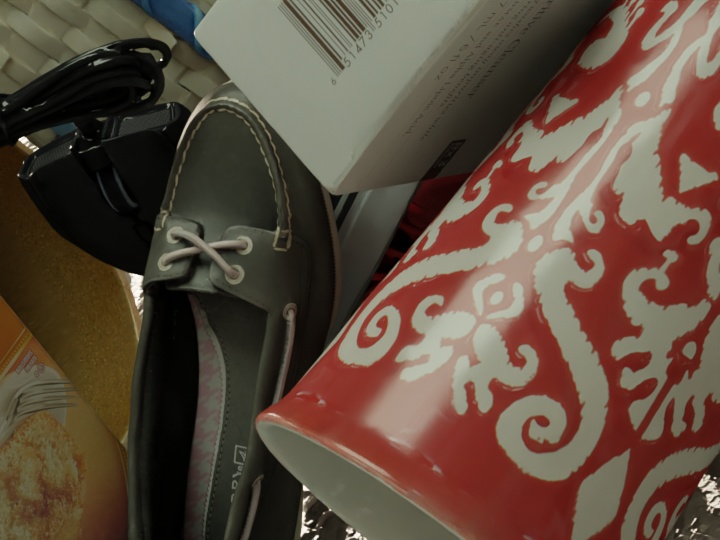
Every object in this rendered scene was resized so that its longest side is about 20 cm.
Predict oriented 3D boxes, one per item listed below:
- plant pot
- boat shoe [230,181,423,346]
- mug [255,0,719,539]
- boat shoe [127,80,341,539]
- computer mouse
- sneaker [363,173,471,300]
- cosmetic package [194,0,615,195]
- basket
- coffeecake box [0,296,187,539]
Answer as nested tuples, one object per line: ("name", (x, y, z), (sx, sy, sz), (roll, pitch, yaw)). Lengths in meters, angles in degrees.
("plant pot", (-0.224, 0.053, 1.265), (0.200, 0.186, 0.187), (-34, 25, 36))
("boat shoe", (-0.037, 0.007, 1.132), (0.200, 0.071, 0.072), (-62, -2, 18))
("mug", (0.062, 0.002, 0.989), (0.177, 0.133, 0.200), (29, 76, 36))
("boat shoe", (-0.049, 0.034, 1.069), (0.067, 0.201, 0.057), (8, 13, 27))
("computer mouse", (-0.112, -0.022, 1.136), (0.140, 0.200, 0.046), (-18, 73, 7))
("sneaker", (0.000, 0.000, 1.196), (0.200, 0.078, 0.116), (-21, 38, 50))
("cosmetic package", (0.047, -0.098, 1.042), (0.113, 0.081, 0.200), (-50, -20, 28))
("basket", (-0.080, -0.136, 1.271), (0.200, 0.176, 0.139), (-49, 5, 18))
("coffeecake box", (-0.162, 0.100, 1.074), (0.073, 0.200, 0.154), (-1, 44, 46))
